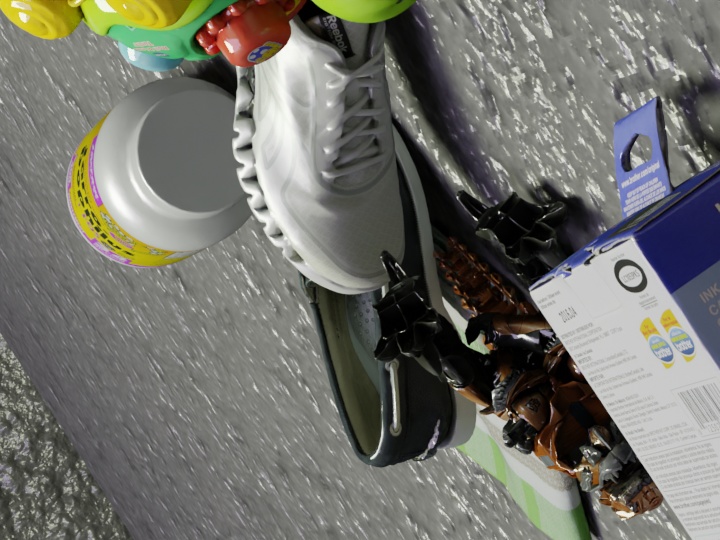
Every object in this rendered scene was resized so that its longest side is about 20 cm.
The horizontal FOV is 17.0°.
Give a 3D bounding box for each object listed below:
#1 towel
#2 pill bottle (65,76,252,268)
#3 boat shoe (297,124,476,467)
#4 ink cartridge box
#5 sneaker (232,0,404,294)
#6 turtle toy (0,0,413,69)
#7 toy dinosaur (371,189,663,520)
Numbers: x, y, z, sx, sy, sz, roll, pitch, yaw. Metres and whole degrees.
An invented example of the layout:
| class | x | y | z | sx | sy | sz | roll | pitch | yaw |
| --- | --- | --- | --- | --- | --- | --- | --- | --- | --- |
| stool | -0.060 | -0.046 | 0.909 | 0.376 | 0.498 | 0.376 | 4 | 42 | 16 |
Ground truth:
| class | x | y | z | sx | sy | sz | roll | pitch | yaw |
| --- | --- | --- | --- | --- | --- | --- | --- | --- | --- |
| towel | 0.057 | 0.055 | 1.305 | 0.149 | 0.031 | 0.200 | 43 | 160 | 44 |
| pill bottle | -0.116 | -0.060 | 1.467 | 0.104 | 0.104 | 0.200 | 57 | 165 | -3 |
| boat shoe | 0.000 | 0.000 | 1.217 | 0.076 | 0.060 | 0.200 | -34 | 74 | 56 |
| ink cartridge box | 0.143 | 0.034 | 0.891 | 0.200 | 0.076 | 0.136 | 55 | 165 | 0 |
| sneaker | -0.018 | -0.084 | 1.125 | 0.081 | 0.075 | 0.200 | 0 | 109 | 56 |
| turtle toy | -0.050 | -0.143 | 1.005 | 0.200 | 0.146 | 0.101 | 3 | 148 | 49 |
| toy dinosaur | 0.073 | 0.041 | 1.114 | 0.200 | 0.102 | 0.136 | 19 | 156 | 52 |
